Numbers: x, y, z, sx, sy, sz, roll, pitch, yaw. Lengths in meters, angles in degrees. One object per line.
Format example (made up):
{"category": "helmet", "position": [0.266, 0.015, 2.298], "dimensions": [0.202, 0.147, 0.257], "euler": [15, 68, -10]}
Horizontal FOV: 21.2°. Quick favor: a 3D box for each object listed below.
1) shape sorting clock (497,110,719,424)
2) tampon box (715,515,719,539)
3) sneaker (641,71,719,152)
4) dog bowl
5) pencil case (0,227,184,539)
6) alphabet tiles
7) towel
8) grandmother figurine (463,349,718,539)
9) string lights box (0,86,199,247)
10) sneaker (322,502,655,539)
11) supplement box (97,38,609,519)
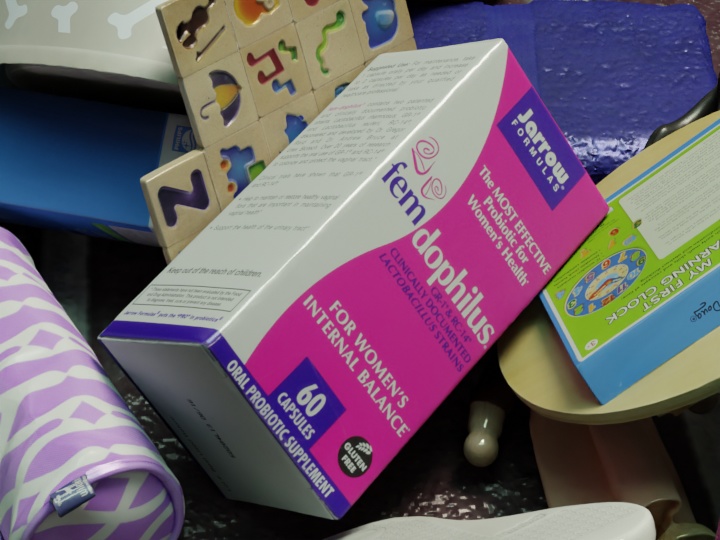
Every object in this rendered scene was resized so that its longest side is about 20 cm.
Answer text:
{"category": "shape sorting clock", "position": [0.146, -0.007, 0.829], "dimensions": [0.199, 0.039, 0.200], "euler": [-32, 21, 14]}
{"category": "tampon box", "position": [0.224, 0.107, 0.750], "dimensions": [0.125, 0.151, 0.200], "euler": [25, 46, 24]}
{"category": "sneaker", "position": [0.225, -0.041, 0.949], "dimensions": [0.197, 0.115, 0.077], "euler": [0, 43, -4]}
{"category": "dog bowl", "position": [-0.103, -0.105, 0.960], "dimensions": [0.198, 0.200, 0.059], "euler": [9, 84, 9]}
{"category": "pencil case", "position": [-0.152, 0.062, 0.854], "dimensions": [0.085, 0.084, 0.200], "euler": [-35, 47, -4]}
{"category": "alphabet tiles", "position": [-0.027, -0.047, 0.895], "dimensions": [0.166, 0.202, 0.008], "euler": [-31, 27, -31]}
{"category": "towel", "position": [0.097, -0.091, 1.057], "dimensions": [0.197, 0.050, 0.149], "euler": [-1, 45, 1]}
{"category": "grandmother figurine", "position": [0.104, 0.058, 0.877], "dimensions": [0.120, 0.061, 0.201], "euler": [-2, 43, -16]}
{"category": "string lights box", "position": [-0.158, -0.053, 0.958], "dimensions": [0.198, 0.103, 0.060], "euler": [10, 85, 9]}
{"category": "sneaker", "position": [0.037, 0.152, 0.761], "dimensions": [0.199, 0.100, 0.071], "euler": [-10, 10, 38]}
{"category": "supplement box", "position": [0.000, 0.000, 0.849], "dimensions": [0.200, 0.102, 0.103], "euler": [-48, 24, -24]}
